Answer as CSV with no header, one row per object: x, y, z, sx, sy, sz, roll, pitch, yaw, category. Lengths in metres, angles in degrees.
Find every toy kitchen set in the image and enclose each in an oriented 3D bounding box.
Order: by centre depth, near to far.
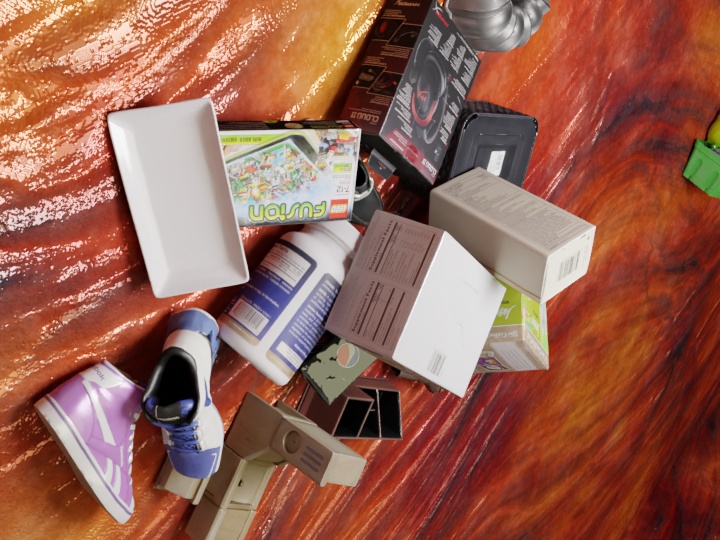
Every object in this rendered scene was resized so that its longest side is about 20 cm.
-0.137,0.281,0.976,0.162,0.178,0.204,28,87,-52,toy kitchen set

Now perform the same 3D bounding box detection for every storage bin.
0.162,-0.171,1.125,0.197,0.093,0.139,-8,118,-46,storage bin

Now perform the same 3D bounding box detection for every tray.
-0.183,-0.072,0.789,0.104,0.022,0.205,-9,117,-3,tray

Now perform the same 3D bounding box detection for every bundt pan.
0.204,-0.394,1.052,0.200,0.075,0.206,-29,133,-36,bundt pan

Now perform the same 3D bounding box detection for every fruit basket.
0.917,-0.295,1.915,0.213,0.156,0.218,-30,148,-21,fruit basket

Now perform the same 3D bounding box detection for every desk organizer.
0.000,0.211,1.180,0.198,0.076,0.073,18,99,-53,desk organizer

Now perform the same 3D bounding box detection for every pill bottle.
-0.079,0.028,0.943,0.201,0.115,0.116,-52,142,-11,pill bottle

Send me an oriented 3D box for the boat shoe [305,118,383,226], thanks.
-0.017,-0.109,0.975,0.073,0.067,0.200,-56,144,-10,boat shoe

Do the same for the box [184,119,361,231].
-0.099,-0.107,0.846,0.195,0.035,0.113,-6,118,-23,box

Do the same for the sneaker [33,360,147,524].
-0.269,0.190,0.857,0.114,0.072,0.204,-39,137,-32,sneaker

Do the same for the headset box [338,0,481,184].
0.062,-0.216,0.972,0.148,0.074,0.205,29,81,-53,headset box

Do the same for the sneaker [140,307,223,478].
-0.206,0.157,0.864,0.116,0.078,0.205,-75,169,-68,sneaker

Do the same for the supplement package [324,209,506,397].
0.074,0.046,0.956,0.199,0.109,0.159,34,79,-52,supplement package

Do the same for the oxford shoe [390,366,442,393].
0.085,0.150,1.266,0.072,0.072,0.202,-34,134,-3,oxford shoe

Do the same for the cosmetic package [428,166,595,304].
0.190,-0.051,0.994,0.102,0.199,0.075,-26,133,-31,cosmetic package

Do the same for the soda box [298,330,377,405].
0.000,0.089,1.075,0.199,0.063,0.071,-42,105,-11,soda box

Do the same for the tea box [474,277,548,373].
0.200,0.037,1.155,0.200,0.130,0.202,37,52,-61,tea box
